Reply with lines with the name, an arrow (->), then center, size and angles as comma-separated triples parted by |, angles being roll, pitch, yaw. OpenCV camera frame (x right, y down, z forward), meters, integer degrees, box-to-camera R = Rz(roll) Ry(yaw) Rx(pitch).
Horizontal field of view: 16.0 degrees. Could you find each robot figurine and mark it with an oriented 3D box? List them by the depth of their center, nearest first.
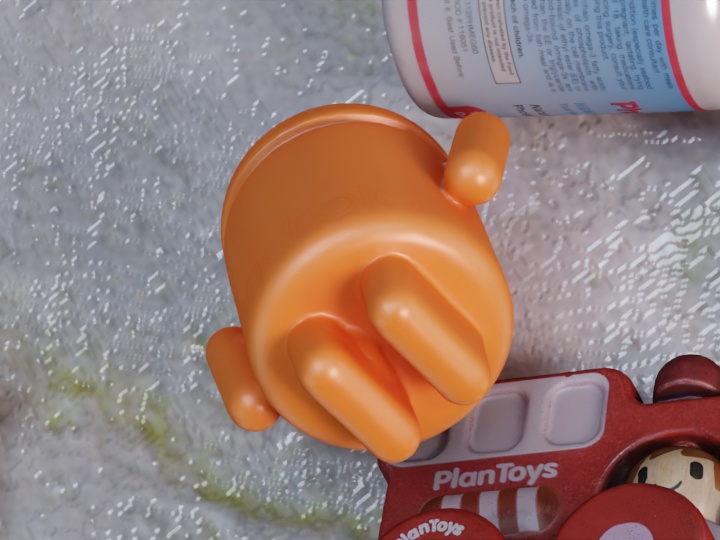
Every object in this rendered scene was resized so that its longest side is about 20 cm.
robot figurine -> 0.002, -0.001, 1.107 | 0.200, 0.116, 0.144 | -110, 28, -61

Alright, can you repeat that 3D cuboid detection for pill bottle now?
pill bottle -> 0.118, -0.123, 1.123 | 0.199, 0.109, 0.109 | 0, 72, 25

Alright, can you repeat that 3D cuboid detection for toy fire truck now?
toy fire truck -> 0.094, 0.107, 1.061 | 0.199, 0.112, 0.168 | -10, 48, 23
